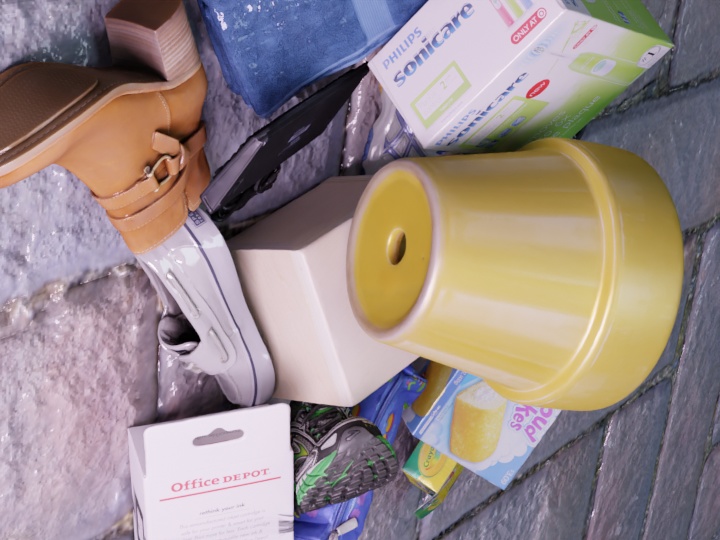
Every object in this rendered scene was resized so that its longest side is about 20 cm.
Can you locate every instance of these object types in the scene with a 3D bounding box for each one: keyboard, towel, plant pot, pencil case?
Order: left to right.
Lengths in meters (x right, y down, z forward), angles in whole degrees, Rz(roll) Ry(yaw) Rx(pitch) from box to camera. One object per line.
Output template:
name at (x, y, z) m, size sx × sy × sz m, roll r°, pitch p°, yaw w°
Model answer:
keyboard at (-0.064, -0.087, 1.039) m, size 0.127 × 0.021 × 0.200 m, roll -50°, pitch 177°, yaw 30°
towel at (-0.013, -0.197, 1.012) m, size 0.199 × 0.049 × 0.112 m, roll -28°, pitch 135°, yaw -7°
pencil case at (-0.009, 0.164, 1.278) m, size 0.078 × 0.087 × 0.202 m, roll 27°, pitch 82°, yaw -25°
plant pot at (0.100, -0.005, 1.042) m, size 0.187 × 0.200 × 0.203 m, roll 8°, pitch 102°, yaw -29°

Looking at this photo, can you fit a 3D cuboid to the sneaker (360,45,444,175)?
sneaker at (0.057, -0.113, 1.217) m, size 0.075 × 0.087 × 0.202 m, roll -28°, pitch 131°, yaw -49°

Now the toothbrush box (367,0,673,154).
toothbrush box at (0.124, -0.163, 1.072) m, size 0.145 × 0.087 × 0.199 m, roll -42°, pitch 158°, yaw 26°

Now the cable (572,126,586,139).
cable at (0.146, -0.111, 1.322) m, size 0.201 × 0.051 × 0.163 m, roll -58°, pitch 141°, yaw -11°

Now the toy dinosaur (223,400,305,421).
toy dinosaur at (-0.050, 0.093, 1.217) m, size 0.200 × 0.047 × 0.089 m, roll -40°, pitch 135°, yaw -32°

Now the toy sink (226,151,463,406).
toy sink at (0.000, 0.000, 1.143) m, size 0.199 × 0.111 × 0.132 m, roll -35°, pitch 115°, yaw -39°

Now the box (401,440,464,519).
box at (0.101, 0.156, 1.433) m, size 0.201 × 0.048 × 0.117 m, roll -58°, pitch 168°, yaw -9°

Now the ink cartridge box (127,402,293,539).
ink cartridge box at (-0.113, 0.176, 1.093) m, size 0.114 × 0.067 × 0.202 m, roll -8°, pitch 120°, yaw -17°

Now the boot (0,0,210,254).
boot at (-0.164, -0.069, 0.918) m, size 0.200 × 0.073 × 0.156 m, roll -43°, pitch 144°, yaw -33°

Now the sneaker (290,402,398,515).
sneaker at (-0.028, 0.138, 1.109) m, size 0.077 × 0.086 × 0.200 m, roll -15°, pitch 170°, yaw -16°

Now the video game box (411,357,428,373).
video game box at (0.101, -0.010, 1.384) m, size 0.183 × 0.046 × 0.201 m, roll -52°, pitch 144°, yaw -31°

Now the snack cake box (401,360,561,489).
snack cake box at (0.138, 0.085, 1.316) m, size 0.114 × 0.067 × 0.201 m, roll 32°, pitch 99°, yaw -20°

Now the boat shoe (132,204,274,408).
boat shoe at (-0.117, 0.041, 1.056) m, size 0.065 × 0.072 × 0.201 m, roll -36°, pitch 143°, yaw -21°
